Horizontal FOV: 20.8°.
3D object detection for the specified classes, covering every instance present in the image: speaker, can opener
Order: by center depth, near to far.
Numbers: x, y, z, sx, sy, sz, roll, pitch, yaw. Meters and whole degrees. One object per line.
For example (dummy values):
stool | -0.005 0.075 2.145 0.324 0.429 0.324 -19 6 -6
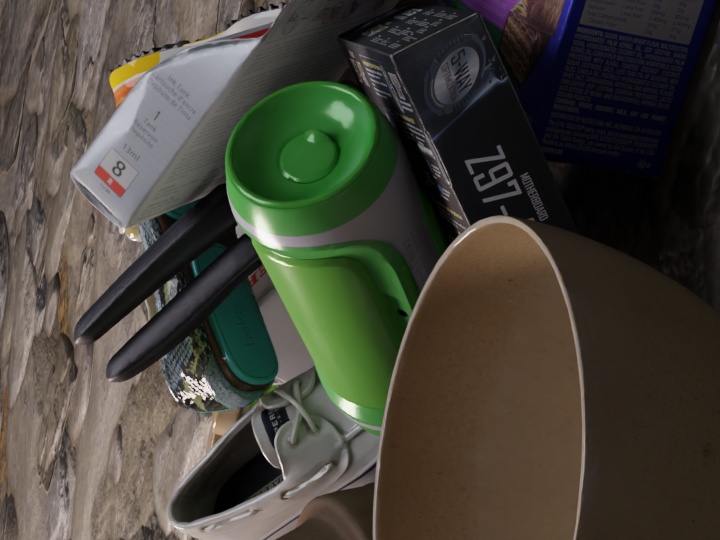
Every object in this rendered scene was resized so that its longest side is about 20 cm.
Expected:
speaker | 0.000 0.000 0.939 0.200 0.088 0.089 66 -167 -51
can opener | -0.070 -0.016 1.023 0.064 0.200 0.079 57 -167 6

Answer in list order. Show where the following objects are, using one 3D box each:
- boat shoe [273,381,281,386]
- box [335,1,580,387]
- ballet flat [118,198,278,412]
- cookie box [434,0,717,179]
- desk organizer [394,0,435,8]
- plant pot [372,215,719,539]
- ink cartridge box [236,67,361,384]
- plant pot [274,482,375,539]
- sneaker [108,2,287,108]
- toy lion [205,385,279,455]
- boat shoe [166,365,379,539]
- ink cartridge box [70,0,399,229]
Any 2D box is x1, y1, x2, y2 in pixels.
boat shoe | -0.024 0.040 1.253 0.200 0.062 0.075 147 131 -62
box | 0.051 -0.043 0.921 0.161 0.043 0.200 64 177 -11
ballet flat | -0.104 -0.013 1.098 0.074 0.074 0.201 132 128 -58
cookie box | 0.109 -0.171 0.929 0.171 0.075 0.201 -121 42 -60
desk organizer | 0.036 -0.198 1.149 0.200 0.077 0.072 -178 96 -71
plant pot | 0.101 0.086 0.762 0.200 0.134 0.201 -173 90 -71
ink cartridge box | -0.023 -0.046 1.180 0.146 0.086 0.200 -45 33 24
plant pot | -0.046 0.224 1.008 0.200 0.174 0.201 170 90 -71
sneaker | -0.065 -0.097 1.153 0.200 0.070 0.090 -12 83 39
toy lion | -0.082 0.168 1.255 0.200 0.068 0.192 113 173 -73
boat shoe | -0.031 0.090 1.085 0.200 0.066 0.072 -38 51 32
ink cartridge box | -0.046 -0.119 1.001 0.200 0.050 0.162 -54 -11 27
